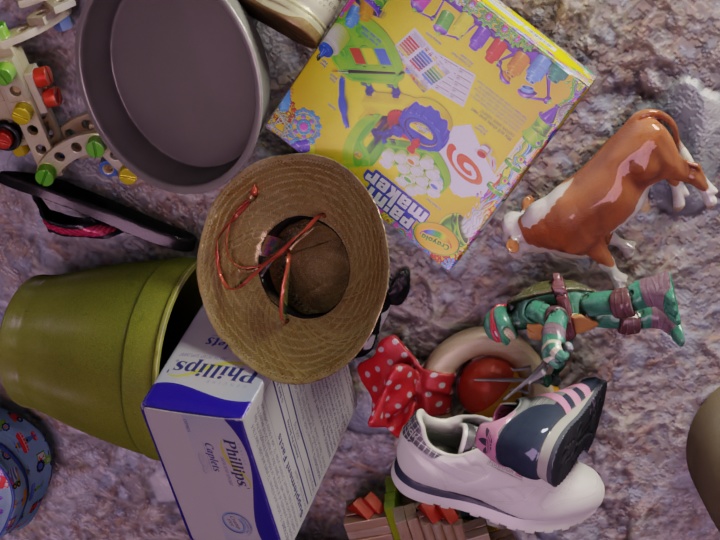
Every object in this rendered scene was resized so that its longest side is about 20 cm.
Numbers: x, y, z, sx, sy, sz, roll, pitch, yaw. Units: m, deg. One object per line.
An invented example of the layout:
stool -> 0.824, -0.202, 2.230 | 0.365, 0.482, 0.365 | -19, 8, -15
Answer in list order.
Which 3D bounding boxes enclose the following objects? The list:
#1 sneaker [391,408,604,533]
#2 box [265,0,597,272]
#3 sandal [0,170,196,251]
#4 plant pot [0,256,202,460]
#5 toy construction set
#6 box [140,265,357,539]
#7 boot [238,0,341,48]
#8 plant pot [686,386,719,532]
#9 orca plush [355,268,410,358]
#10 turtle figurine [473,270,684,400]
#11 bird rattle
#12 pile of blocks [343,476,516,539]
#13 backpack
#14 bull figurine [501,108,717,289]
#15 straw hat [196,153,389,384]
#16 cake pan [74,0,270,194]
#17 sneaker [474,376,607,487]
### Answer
sneaker -> 0.129, 0.176, 1.160 | 0.197, 0.077, 0.081 | 10, 125, -8
box -> 0.062, -0.144, 1.096 | 0.199, 0.122, 0.193 | 39, 108, 3
sandal -> -0.256, -0.046, 1.233 | 0.198, 0.075, 0.046 | 22, 101, -4
plant pot -> -0.232, 0.076, 1.233 | 0.191, 0.200, 0.203 | 6, 114, 19
toy construction set -> -0.280, -0.165, 1.178 | 0.129, 0.092, 0.202 | -8, 111, 12
box -> -0.094, 0.122, 1.183 | 0.104, 0.201, 0.185 | 5, 132, 21
boot -> -0.067, -0.295, 1.100 | 0.199, 0.072, 0.155 | 36, 88, 29
plant pot -> 0.403, 0.215, 1.180 | 0.185, 0.200, 0.190 | 3, 114, 6
orca plush -> 0.000, 0.000, 1.218 | 0.104, 0.071, 0.202 | 20, 113, -1
turtle figurine -> 0.184, 0.053, 1.152 | 0.198, 0.150, 0.102 | -13, 83, 14
bird rattle -> 0.102, 0.125, 1.260 | 0.163, 0.113, 0.200 | -43, 95, 3
pile of blocks -> 0.067, 0.239, 1.285 | 0.198, 0.082, 0.063 | 4, 129, 30
backpack -> -0.431, 0.215, 1.338 | 0.198, 0.135, 0.184 | 26, 115, -6
bull figurine -> 0.221, -0.055, 1.167 | 0.121, 0.065, 0.200 | 35, 121, -18
straw hat -> -0.037, -0.003, 1.096 | 0.199, 0.085, 0.204 | -3, 85, 33
cake pan -> -0.157, -0.166, 1.104 | 0.198, 0.037, 0.203 | 13, 117, 27
sneaker -> 0.163, 0.128, 1.138 | 0.081, 0.200, 0.071 | 15, 101, 21
